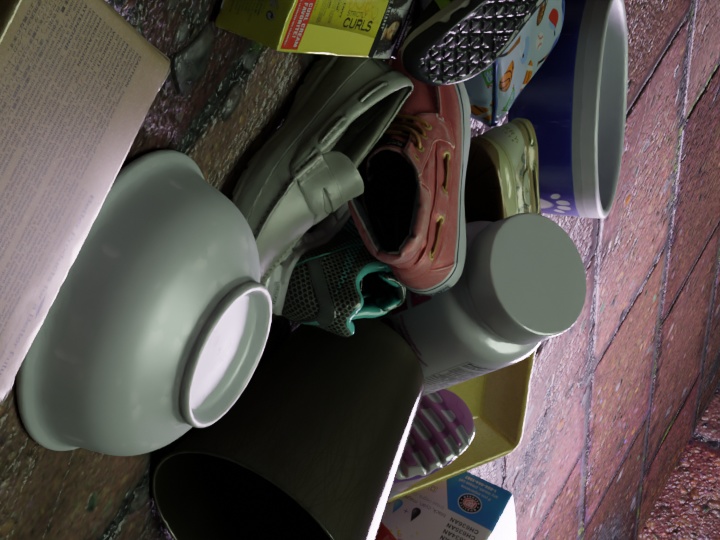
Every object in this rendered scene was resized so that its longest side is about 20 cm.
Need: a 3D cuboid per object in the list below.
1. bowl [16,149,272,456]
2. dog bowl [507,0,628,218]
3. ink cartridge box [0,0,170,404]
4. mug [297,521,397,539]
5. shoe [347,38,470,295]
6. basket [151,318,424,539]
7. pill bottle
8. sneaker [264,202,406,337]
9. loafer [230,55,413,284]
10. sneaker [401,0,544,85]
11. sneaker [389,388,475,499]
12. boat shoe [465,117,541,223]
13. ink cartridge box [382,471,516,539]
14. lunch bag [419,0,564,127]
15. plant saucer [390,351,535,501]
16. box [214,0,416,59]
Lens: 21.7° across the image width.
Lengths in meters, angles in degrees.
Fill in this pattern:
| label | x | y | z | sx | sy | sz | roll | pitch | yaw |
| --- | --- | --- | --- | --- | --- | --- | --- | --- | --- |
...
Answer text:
| label | x | y | z | sx | sy | sz | roll | pitch | yaw |
| --- | --- | --- | --- | --- | --- | --- | --- | --- | --- |
| bowl | -0.116 | 0.035 | 1.155 | 0.201 | 0.090 | 0.202 | -53 | 158 | -34 |
| dog bowl | 0.186 | -0.149 | 1.662 | 0.200 | 0.078 | 0.202 | 4 | 90 | -75 |
| ink cartridge box | -0.188 | -0.050 | 0.890 | 0.201 | 0.075 | 0.165 | -64 | 162 | -7 |
| mug | -0.068 | 0.273 | 1.463 | 0.200 | 0.177 | 0.134 | -39 | 116 | -21 |
| shoe | 0.035 | -0.088 | 1.358 | 0.091 | 0.071 | 0.202 | 37 | 48 | -63 |
| basket | -0.039 | 0.133 | 1.400 | 0.136 | 0.180 | 0.200 | -29 | -159 | 42 |
| pill bottle | 0.078 | 0.027 | 1.466 | 0.200 | 0.113 | 0.114 | -25 | -158 | 52 |
| sneaker | 0.000 | 0.000 | 1.416 | 0.200 | 0.091 | 0.078 | -39 | 148 | -53 |
| loafer | -0.032 | -0.067 | 1.281 | 0.201 | 0.069 | 0.070 | -61 | 159 | -19 |
| sneaker | 0.086 | -0.212 | 1.334 | 0.200 | 0.083 | 0.072 | -44 | 151 | -20 |
| sneaker | 0.005 | 0.170 | 1.586 | 0.199 | 0.081 | 0.089 | -29 | 156 | -13 |
| boat shoe | 0.124 | -0.026 | 1.527 | 0.062 | 0.073 | 0.201 | -30 | 132 | -29 |
| ink cartridge box | 0.038 | 0.292 | 1.771 | 0.201 | 0.146 | 0.145 | -57 | 159 | -26 |
| lunch bag | 0.109 | -0.221 | 1.477 | 0.161 | 0.075 | 0.201 | -56 | 158 | -32 |
| plant saucer | 0.055 | 0.113 | 1.658 | 0.199 | 0.049 | 0.201 | -19 | 140 | -20 |
| box | -0.021 | -0.180 | 1.214 | 0.200 | 0.050 | 0.076 | -9 | 122 | -67 |
